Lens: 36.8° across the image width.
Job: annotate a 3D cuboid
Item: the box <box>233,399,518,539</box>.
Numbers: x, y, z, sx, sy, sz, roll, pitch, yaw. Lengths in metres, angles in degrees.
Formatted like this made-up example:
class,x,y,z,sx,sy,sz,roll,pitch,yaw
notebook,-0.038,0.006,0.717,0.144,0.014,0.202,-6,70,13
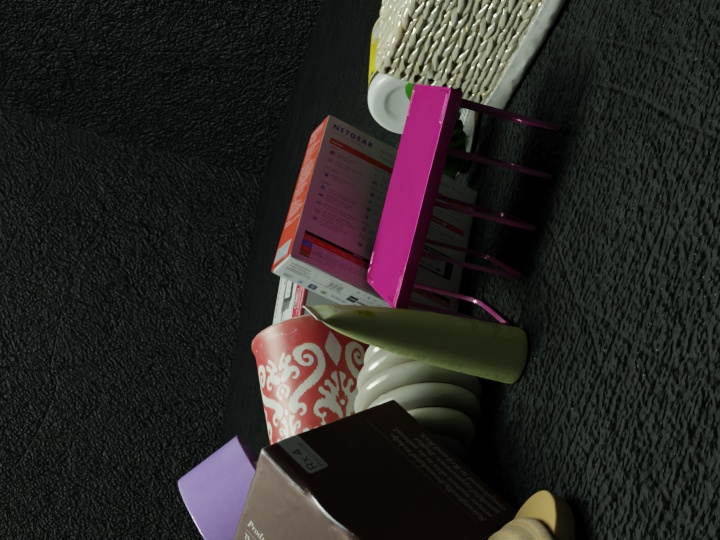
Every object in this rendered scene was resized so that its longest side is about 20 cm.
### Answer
class,x,y,z,sx,sy,sz,roll,pitch,yaw
box,-0.001,0.252,0.907,0.165,0.163,0.202,39,122,32

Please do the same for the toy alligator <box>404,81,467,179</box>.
class,x,y,z,sx,sy,sz,roll,pitch,yaw
toy alligator,0.098,-0.134,1.232,0.060,0.053,0.202,-65,-35,-47

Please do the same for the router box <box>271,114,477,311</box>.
class,x,y,z,sx,sy,sz,roll,pitch,yaw
router box,0.021,-0.043,1.162,0.049,0.198,0.182,-37,33,55

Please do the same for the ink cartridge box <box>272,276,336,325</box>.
class,x,y,z,sx,sy,sz,roll,pitch,yaw
ink cartridge box,-0.047,0.009,1.337,0.200,0.082,0.148,160,121,-75

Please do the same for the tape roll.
class,x,y,z,sx,sy,sz,roll,pitch,yaw
tape roll,-0.114,0.290,1.203,0.084,0.201,0.200,-35,8,-7

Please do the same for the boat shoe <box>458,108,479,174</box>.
class,x,y,z,sx,sy,sz,roll,pitch,yaw
boat shoe,0.111,-0.220,1.300,0.071,0.068,0.204,136,146,-72

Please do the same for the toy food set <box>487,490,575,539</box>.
class,x,y,z,sx,sy,sz,roll,pitch,yaw
toy food set,0.111,0.276,0.774,0.201,0.048,0.200,-97,23,-59

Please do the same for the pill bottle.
class,x,y,z,sx,sy,sz,roll,pitch,yaw
pill bottle,0.068,-0.293,1.490,0.113,0.111,0.202,116,164,-46

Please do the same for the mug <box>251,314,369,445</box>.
class,x,y,z,sx,sy,sz,roll,pitch,yaw
mug,-0.034,0.172,1.130,0.178,0.131,0.203,81,179,-64

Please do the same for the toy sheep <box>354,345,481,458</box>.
class,x,y,z,sx,sy,sz,roll,pitch,yaw
toy sheep,0.056,0.131,1.033,0.139,0.135,0.202,117,149,-48

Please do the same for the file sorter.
class,x,y,z,sx,sy,sz,roll,pitch,yaw
file sorter,0.099,-0.061,1.034,0.139,0.123,0.204,-134,57,-75

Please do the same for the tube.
class,x,y,z,sx,sy,sz,roll,pitch,yaw
tube,0.049,0.056,0.950,0.058,0.196,0.053,117,160,-51

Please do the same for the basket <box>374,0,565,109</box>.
class,x,y,z,sx,sy,sz,roll,pitch,yaw
basket,0.118,-0.318,1.161,0.201,0.158,0.201,116,163,-52
